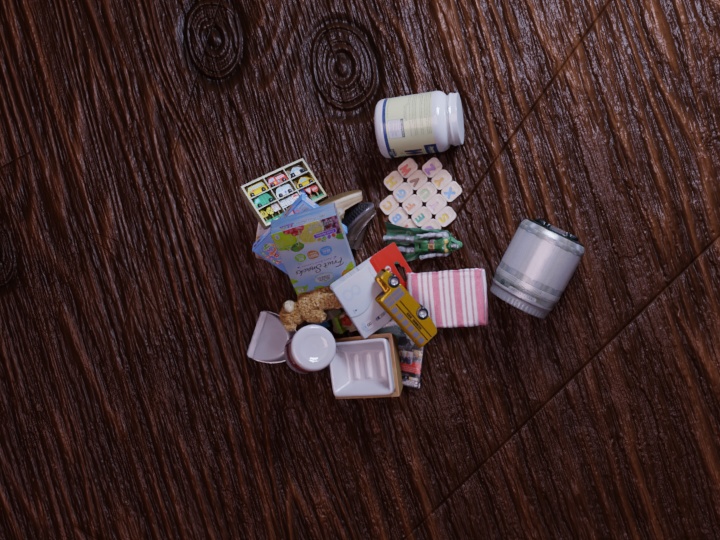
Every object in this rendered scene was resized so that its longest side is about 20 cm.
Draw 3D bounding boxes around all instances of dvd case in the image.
[{"bbox_3d":[0.098,0.197,1.639,0.145,0.022,0.201,8,97,16],"label":"dvd case"}]

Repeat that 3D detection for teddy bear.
[{"bbox_3d":[-0.125,0.079,1.616,0.199,0.067,0.146,-12,62,15],"label":"teddy bear"}]

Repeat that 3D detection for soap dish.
[{"bbox_3d":[0.015,0.246,1.612,0.199,0.081,0.158,-10,86,34],"label":"soap dish"}]

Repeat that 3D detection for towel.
[{"bbox_3d":[0.219,0.071,1.580,0.199,0.030,0.147,-4,94,10],"label":"towel"}]

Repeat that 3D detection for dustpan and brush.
[{"bbox_3d":[-0.199,0.205,1.720,0.199,0.057,0.140,18,88,22],"label":"dustpan and brush"}]

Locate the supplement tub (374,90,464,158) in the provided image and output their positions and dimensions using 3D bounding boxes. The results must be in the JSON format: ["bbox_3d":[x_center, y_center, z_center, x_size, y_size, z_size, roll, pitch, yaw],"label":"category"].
[{"bbox_3d":[0.145,-0.357,1.526,0.199,0.145,0.146,-4,92,17],"label":"supplement tub"}]

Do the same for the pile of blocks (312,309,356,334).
[{"bbox_3d":[-0.089,0.133,1.660,0.199,0.062,0.083,8,110,24],"label":"pile of blocks"}]

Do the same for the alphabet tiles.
[{"bbox_3d":[0.152,-0.185,1.603,0.195,0.015,0.200,-39,83,16],"label":"alphabet tiles"}]

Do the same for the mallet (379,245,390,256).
[{"bbox_3d":[0.000,0.000,1.629,0.066,0.041,0.200,44,116,14],"label":"mallet"}]

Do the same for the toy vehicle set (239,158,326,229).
[{"bbox_3d":[-0.200,-0.202,1.634,0.200,0.027,0.125,-31,83,-29],"label":"toy vehicle set"}]

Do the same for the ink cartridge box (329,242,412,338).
[{"bbox_3d":[0.046,0.051,1.570,0.200,0.047,0.160,-34,110,-4],"label":"ink cartridge box"}]

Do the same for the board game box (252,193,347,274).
[{"bbox_3d":[-0.155,-0.081,1.592,0.151,0.037,0.200,36,116,-26],"label":"board game box"}]

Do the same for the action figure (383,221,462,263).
[{"bbox_3d":[0.159,-0.067,1.581,0.199,0.055,0.119,0,116,18],"label":"action figure"}]

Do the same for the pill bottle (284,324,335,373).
[{"bbox_3d":[-0.134,0.205,1.595,0.112,0.200,0.114,3,78,-13],"label":"pill bottle"}]

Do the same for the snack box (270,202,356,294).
[{"bbox_3d":[-0.112,-0.051,1.553,0.168,0.068,0.201,-17,129,5],"label":"snack box"}]

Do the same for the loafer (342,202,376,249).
[{"bbox_3d":[-0.022,-0.094,1.642,0.071,0.073,0.200,36,105,-22],"label":"loafer"}]

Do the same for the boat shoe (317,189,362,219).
[{"bbox_3d":[-0.080,-0.147,1.635,0.199,0.074,0.069,-25,107,-5],"label":"boat shoe"}]

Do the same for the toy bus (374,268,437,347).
[{"bbox_3d":[0.104,0.089,1.535,0.078,0.065,0.200,-42,99,0],"label":"toy bus"}]

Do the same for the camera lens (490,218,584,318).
[{"bbox_3d":[0.412,-0.010,1.458,0.159,0.160,0.201,28,101,13],"label":"camera lens"}]

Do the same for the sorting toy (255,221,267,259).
[{"bbox_3d":[-0.182,-0.112,1.681,0.179,0.107,0.201,9,96,-3],"label":"sorting toy"}]
